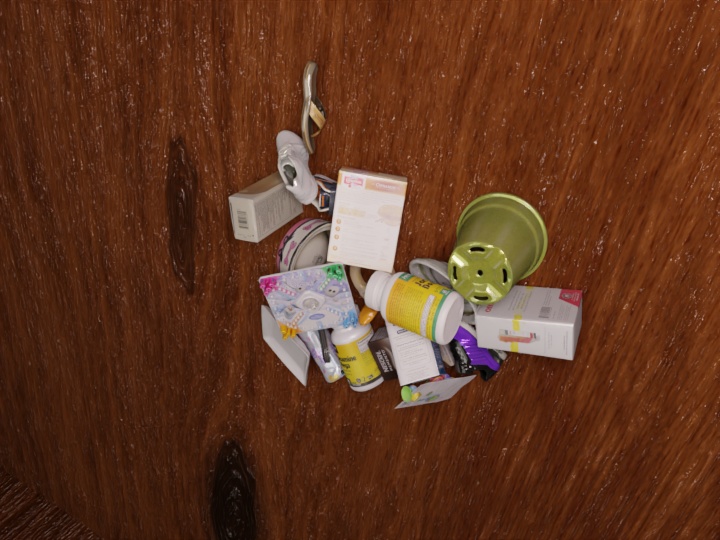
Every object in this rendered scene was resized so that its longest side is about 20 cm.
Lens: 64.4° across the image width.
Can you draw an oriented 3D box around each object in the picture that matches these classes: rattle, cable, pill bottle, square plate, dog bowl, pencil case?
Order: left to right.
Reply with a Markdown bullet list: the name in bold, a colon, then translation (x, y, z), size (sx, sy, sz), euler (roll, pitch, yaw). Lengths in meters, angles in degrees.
- **square plate**: translation (-0.204, 0.206, 1.584), size (0.200, 0.028, 0.200), euler (45, 152, 19)
- **dog bowl**: translation (-0.118, -0.035, 1.372), size (0.073, 0.198, 0.205), euler (31, 127, 33)
- **pencil case**: translation (-0.105, 0.201, 1.538), size (0.082, 0.091, 0.203), euler (-33, 95, -4)
- **cable**: translation (-0.090, 0.127, 1.451), size (0.098, 0.049, 0.204), euler (112, 144, -60)
- **pill bottle**: translation (-0.010, 0.196, 1.469), size (0.110, 0.112, 0.204), euler (-12, 108, 33)
- **rattle**: translation (0.000, 0.000, 1.354), size (0.128, 0.142, 0.204), euler (16, 129, 43)
- **pill bottle**: translation (0.111, 0.070, 1.214), size (0.196, 0.112, 0.116), euler (20, 123, 29)

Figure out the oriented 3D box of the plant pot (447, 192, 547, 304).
- **plant pot**: translation (0.263, -0.032, 1.155), size (0.196, 0.184, 0.205), euler (13, 119, 23)

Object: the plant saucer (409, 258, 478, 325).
- **plant saucer**: translation (0.196, 0.035, 1.275), size (0.199, 0.050, 0.201), euler (40, 165, 13)

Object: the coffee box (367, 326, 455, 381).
- **coffee box**: translation (0.130, 0.185, 1.398), size (0.196, 0.080, 0.115), euler (-20, 104, 31)

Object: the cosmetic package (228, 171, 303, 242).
- **cosmetic package**: translation (-0.219, -0.156, 1.355), size (0.069, 0.200, 0.108), euler (10, 118, 25)

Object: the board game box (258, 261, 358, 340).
- **board game box**: translation (-0.116, 0.078, 1.331), size (0.194, 0.026, 0.203), euler (-10, 133, 6)

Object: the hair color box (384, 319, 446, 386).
- **hair color box**: translation (0.118, 0.148, 1.297), size (0.098, 0.060, 0.205), euler (-19, 76, 22)

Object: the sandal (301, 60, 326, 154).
- **sandal**: translation (-0.101, -0.358, 1.274), size (0.052, 0.081, 0.205), euler (6, 115, 2)

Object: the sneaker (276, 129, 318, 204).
- **sneaker**: translation (-0.156, -0.250, 1.306), size (0.070, 0.080, 0.204), euler (-32, 62, 19)

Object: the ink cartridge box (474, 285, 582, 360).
- **ink cartridge box**: translation (0.353, 0.101, 1.197), size (0.195, 0.145, 0.085), euler (5, 119, 27)

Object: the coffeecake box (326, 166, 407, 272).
- **coffeecake box**: translation (0.015, -0.114, 1.270), size (0.149, 0.073, 0.205), euler (10, 108, 1)

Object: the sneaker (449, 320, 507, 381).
- **sneaker**: translation (0.237, 0.182, 1.296), size (0.198, 0.101, 0.069), euler (35, 173, -11)

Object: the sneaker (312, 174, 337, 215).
- **sneaker**: translation (-0.049, -0.165, 1.331), size (0.195, 0.079, 0.080), euler (17, 120, 20)

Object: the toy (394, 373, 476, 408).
- **toy**: translation (0.176, 0.278, 1.379), size (0.116, 0.196, 0.048), euler (-51, 56, 38)
